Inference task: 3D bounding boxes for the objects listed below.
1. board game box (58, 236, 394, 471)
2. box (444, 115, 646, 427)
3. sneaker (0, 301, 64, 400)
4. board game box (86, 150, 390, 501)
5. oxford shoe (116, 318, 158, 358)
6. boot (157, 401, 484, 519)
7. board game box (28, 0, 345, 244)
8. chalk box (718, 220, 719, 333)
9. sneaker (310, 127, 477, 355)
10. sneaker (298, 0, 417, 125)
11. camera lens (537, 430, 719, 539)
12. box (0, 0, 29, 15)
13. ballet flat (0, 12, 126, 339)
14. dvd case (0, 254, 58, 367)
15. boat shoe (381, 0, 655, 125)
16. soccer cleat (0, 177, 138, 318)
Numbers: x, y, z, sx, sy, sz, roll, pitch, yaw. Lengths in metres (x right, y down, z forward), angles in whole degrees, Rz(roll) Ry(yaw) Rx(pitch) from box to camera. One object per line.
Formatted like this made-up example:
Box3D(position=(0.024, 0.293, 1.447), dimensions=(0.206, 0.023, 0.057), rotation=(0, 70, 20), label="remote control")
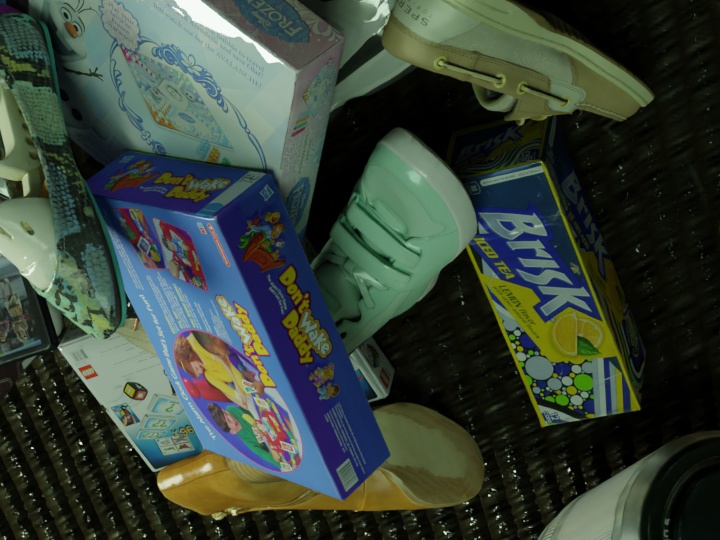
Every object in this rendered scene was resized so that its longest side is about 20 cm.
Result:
Box3D(position=(-0.094, 0.061, 1.204), dimensions=(0.200, 0.035, 0.126), rotation=(-20, 119, 25), label="board game box")
Box3D(position=(0.118, 0.001, 1.095), dimensions=(0.070, 0.064, 0.200), rotation=(-12, 123, 21), label="box")
Box3D(position=(-0.299, 0.017, 1.156), dimensions=(0.200, 0.116, 0.076), rotation=(38, 146, -16), label="sneaker")
Box3D(position=(-0.074, 0.031, 1.018), dimensions=(0.134, 0.045, 0.200), rotation=(13, 134, 46), label="board game box")
Box3D(position=(-0.148, 0.024, 1.131), dimensions=(0.200, 0.074, 0.071), rotation=(31, 115, 9), label="oxford shoe")
Box3D(position=(-0.028, 0.138, 1.215), dimensions=(0.201, 0.071, 0.144), rotation=(12, 157, -38), label="boot")
Box3D(position=(-0.107, -0.112, 0.988), dimensions=(0.200, 0.043, 0.199), rotation=(39, 148, 17), label="board game box")
Box3D(position=(0.324, 0.034, 1.040), dimensions=(0.200, 0.124, 0.125), rotation=(-8, 123, 17), label="chalk box")
Box3D(position=(0.000, 0.000, 1.040), dimensions=(0.074, 0.118, 0.200), rotation=(43, 158, 14), label="sneaker")
Box3D(position=(-0.047, -0.139, 1.019), dimensions=(0.200, 0.076, 0.115), rotation=(-32, 111, 35), label="sneaker")
Box3D(position=(0.207, 0.203, 1.134), dimensions=(0.160, 0.160, 0.200), rotation=(27, 151, -8), label="camera lens")
Box3D(position=(-0.268, -0.232, 1.023), dimensions=(0.200, 0.036, 0.143), rotation=(18, 129, 1), label="box")
Box3D(position=(-0.192, -0.050, 0.984), dimensions=(0.074, 0.074, 0.200), rotation=(-29, 72, 29), label="ballet flat")
Box3D(position=(-0.285, -0.025, 1.114), dimensions=(0.143, 0.018, 0.200), rotation=(-18, 87, 12), label="dvd case")
Box3D(position=(0.086, -0.119, 0.964), dimensions=(0.200, 0.074, 0.066), rotation=(20, 115, -43), label="boat shoe")
Box3D(position=(-0.200, -0.046, 1.065), dimensions=(0.200, 0.073, 0.068), rotation=(35, 132, -14), label="soccer cleat")
